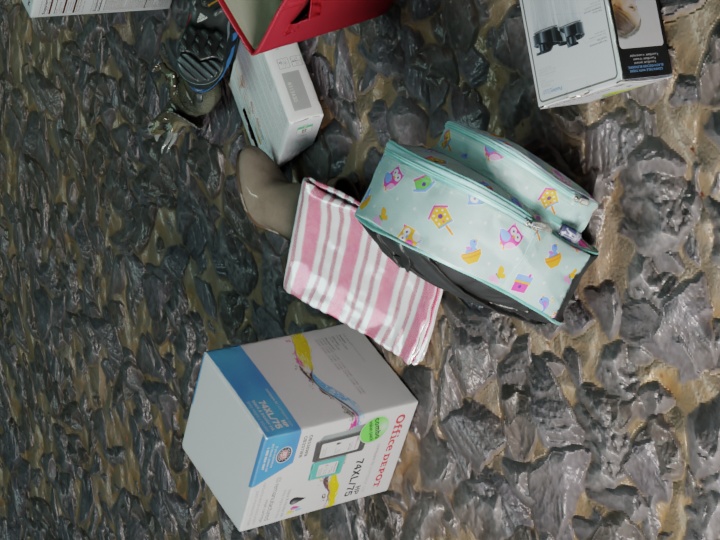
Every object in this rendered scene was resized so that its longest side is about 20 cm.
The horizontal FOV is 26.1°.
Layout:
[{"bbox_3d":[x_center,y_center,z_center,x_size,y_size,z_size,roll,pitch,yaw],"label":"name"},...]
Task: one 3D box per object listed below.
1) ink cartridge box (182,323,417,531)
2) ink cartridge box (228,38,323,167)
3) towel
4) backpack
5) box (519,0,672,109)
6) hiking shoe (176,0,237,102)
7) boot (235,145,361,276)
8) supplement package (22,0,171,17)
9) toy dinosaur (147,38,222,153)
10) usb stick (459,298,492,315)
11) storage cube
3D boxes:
[{"bbox_3d":[-0.069,0.170,1.729,0.146,0.200,0.147,49,137,38],"label":"ink cartridge box"},{"bbox_3d":[-0.103,-0.206,1.849,0.200,0.050,0.161,114,138,-68],"label":"ink cartridge box"},{"bbox_3d":[0.000,0.000,1.677,0.200,0.030,0.147,28,124,26],"label":"towel"},{"bbox_3d":[0.102,-0.048,1.403,0.176,0.200,0.153,34,104,50],"label":"backpack"},{"bbox_3d":[0.193,-0.249,1.337,0.117,0.060,0.200,-14,86,58],"label":"box"},{"bbox_3d":[-0.174,-0.306,1.847,0.087,0.074,0.200,116,173,-77],"label":"hiking shoe"},{"bbox_3d":[-0.060,-0.074,1.768,0.146,0.070,0.200,-30,84,51],"label":"boot"},{"bbox_3d":[-0.355,-0.451,2.019,0.191,0.200,0.147,59,142,29],"label":"supplement package"},{"bbox_3d":[-0.209,-0.238,1.983,0.200,0.077,0.102,-31,83,51],"label":"toy dinosaur"},{"bbox_3d":[0.084,-0.029,1.577,0.200,0.055,0.033,49,174,39],"label":"usb stick"},{"bbox_3d":[-0.051,-0.348,1.554,0.200,0.180,0.171,59,147,12],"label":"storage cube"}]
